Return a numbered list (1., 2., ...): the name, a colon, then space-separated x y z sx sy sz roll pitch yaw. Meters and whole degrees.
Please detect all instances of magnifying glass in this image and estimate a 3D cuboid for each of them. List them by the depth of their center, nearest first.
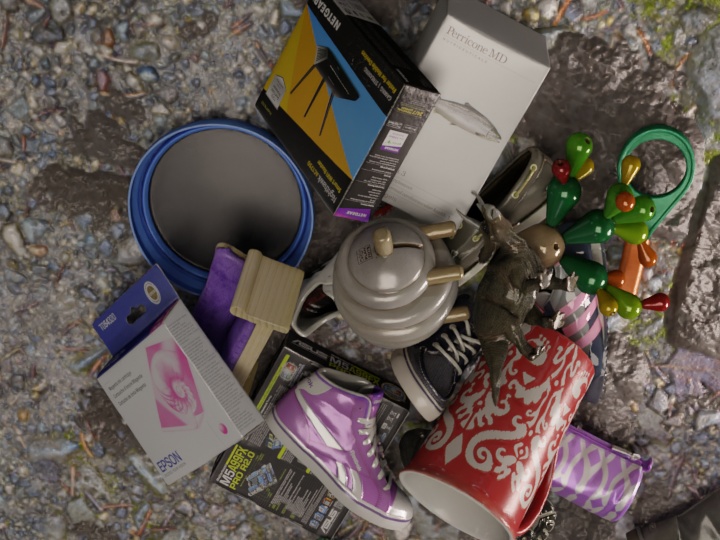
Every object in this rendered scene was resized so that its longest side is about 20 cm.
1. magnifying glass: 0.295 -0.056 1.610 0.079 0.022 0.201 10 112 1

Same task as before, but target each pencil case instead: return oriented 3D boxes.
1. pencil case: 0.219 0.198 1.691 0.199 0.084 0.086 27 123 -5

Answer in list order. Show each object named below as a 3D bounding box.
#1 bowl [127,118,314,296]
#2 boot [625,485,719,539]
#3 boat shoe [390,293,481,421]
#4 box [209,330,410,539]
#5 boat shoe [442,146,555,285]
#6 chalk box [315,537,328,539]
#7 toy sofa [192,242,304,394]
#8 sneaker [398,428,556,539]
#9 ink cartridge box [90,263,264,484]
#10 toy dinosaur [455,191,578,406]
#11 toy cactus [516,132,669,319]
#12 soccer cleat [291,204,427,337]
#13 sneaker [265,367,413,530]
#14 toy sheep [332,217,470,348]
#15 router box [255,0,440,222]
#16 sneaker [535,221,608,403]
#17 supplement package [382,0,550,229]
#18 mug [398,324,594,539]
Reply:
1. bowl: -0.146 -0.067 1.638 0.199 0.039 0.202 2 114 5
2. boot: 0.422 0.318 1.740 0.199 0.073 0.182 -29 110 10
3. boat shoe: 0.088 0.082 1.597 0.092 0.200 0.075 -35 105 11
4. box: -0.057 0.188 1.738 0.159 0.044 0.201 27 113 -6
5. boat shoe: 0.123 -0.048 1.598 0.201 0.072 0.060 -39 116 13
6. chalk box: -0.055 0.401 1.769 0.200 0.124 0.124 39 135 -12
7. toy sofa: -0.138 0.067 1.630 0.097 0.083 0.200 21 140 -8
8. sneaker: 0.119 0.239 1.714 0.200 0.090 0.079 36 86 -18
9. ink cartridge box: -0.210 0.116 1.643 0.200 0.043 0.196 54 143 1
10. toy dinosaur: 0.148 0.029 1.513 0.102 0.077 0.201 22 115 41
11. toy cactus: 0.217 -0.029 1.537 0.164 0.102 0.201 -18 115 12
12. soccer cleat: 0.000 0.000 1.613 0.200 0.085 0.069 -37 107 30
13. sneaker: 0.005 0.189 1.671 0.200 0.073 0.114 42 107 -13
14. toy sheep: 0.036 0.009 1.512 0.137 0.139 0.200 -4 148 7
15. router box: -0.017 -0.165 1.500 0.051 0.200 0.150 10 120 -37
16. sneaker: 0.219 0.045 1.634 0.081 0.070 0.201 -4 105 1
17. supplement package: 0.089 -0.159 1.530 0.116 0.117 0.201 26 113 -7
18. mug: 0.146 0.168 1.589 0.133 0.201 0.178 27 160 15
